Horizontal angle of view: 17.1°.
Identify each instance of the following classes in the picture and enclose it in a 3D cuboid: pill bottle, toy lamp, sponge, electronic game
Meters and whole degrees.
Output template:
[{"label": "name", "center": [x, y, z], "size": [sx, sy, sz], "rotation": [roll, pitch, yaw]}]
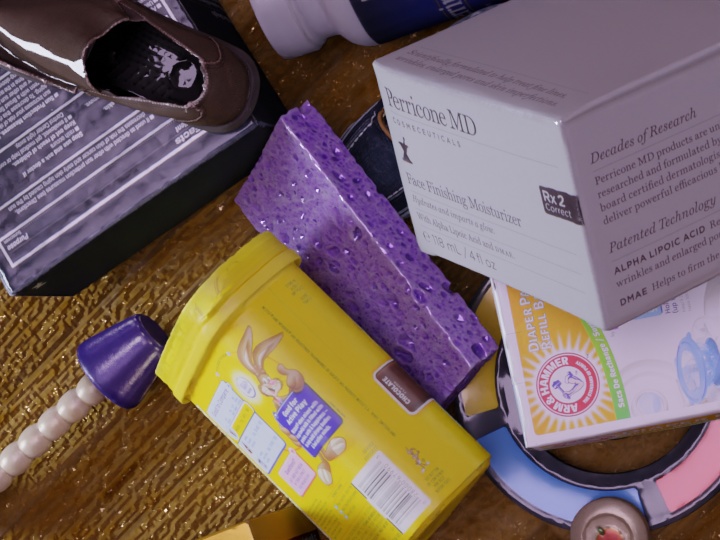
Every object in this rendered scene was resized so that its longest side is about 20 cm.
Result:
[{"label": "pill bottle", "center": [0.029, -0.209, 1.509], "size": [0.199, 0.116, 0.116], "rotation": [-18, 85, 15]}, {"label": "toy lamp", "center": [-0.208, 0.105, 1.601], "size": [0.200, 0.058, 0.058], "rotation": [-40, 80, 13]}, {"label": "sponge", "center": [0.000, 0.000, 1.520], "size": [0.030, 0.112, 0.200], "rotation": [-31, 79, -32]}, {"label": "electronic game", "center": [0.156, 0.067, 1.511], "size": [0.199, 0.042, 0.201], "rotation": [0, 89, 15]}]

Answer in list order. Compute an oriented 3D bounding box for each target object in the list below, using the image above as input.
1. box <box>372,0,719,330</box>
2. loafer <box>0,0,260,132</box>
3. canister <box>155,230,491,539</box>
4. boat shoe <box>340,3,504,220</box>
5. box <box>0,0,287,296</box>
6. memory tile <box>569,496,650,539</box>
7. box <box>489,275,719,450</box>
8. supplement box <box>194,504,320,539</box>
[{"label": "box", "center": [0.148, -0.082, 1.382], "size": [0.200, 0.199, 0.131], "rotation": [-25, 115, -23]}, {"label": "loafer", "center": [-0.159, -0.141, 1.455], "size": [0.199, 0.071, 0.073], "rotation": [16, 92, 13]}, {"label": "canister", "center": [-0.024, 0.090, 1.508], "size": [0.200, 0.149, 0.087], "rotation": [44, 61, 8]}, {"label": "boat shoe", "center": [0.039, -0.098, 1.517], "size": [0.200, 0.091, 0.071], "rotation": [-43, 80, 11]}, {"label": "box", "center": [-0.180, -0.116, 1.558], "size": [0.200, 0.123, 0.199], "rotation": [-33, 81, 11]}, {"label": "memory tile", "center": [0.140, 0.251, 1.511], "size": [0.153, 0.017, 0.200], "rotation": [46, 107, 5]}, {"label": "box", "center": [0.187, 0.037, 1.436], "size": [0.199, 0.101, 0.113], "rotation": [-11, 83, 7]}, {"label": "supplement box", "center": [-0.102, 0.280, 1.531], "size": [0.197, 0.133, 0.201], "rotation": [-22, 84, 13]}]
